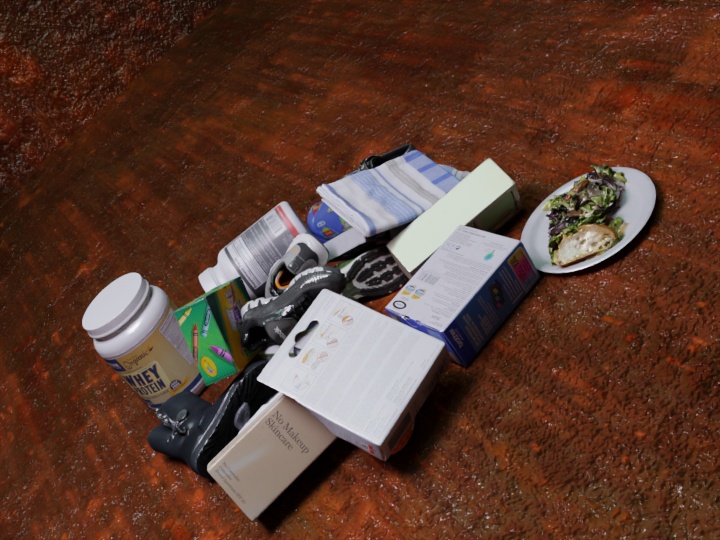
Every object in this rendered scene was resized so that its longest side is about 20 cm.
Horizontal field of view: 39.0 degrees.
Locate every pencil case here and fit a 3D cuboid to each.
[{"bbox_3d":[-0.013,-0.092,1.661,0.078,0.088,0.199,-37,9,-30],"label":"pencil case"}]

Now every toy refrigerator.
[{"bbox_3d":[0.141,-0.063,1.484,0.199,0.076,0.070,-40,58,-3],"label":"toy refrigerator"}]

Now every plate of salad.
[{"bbox_3d":[0.301,-0.077,1.373,0.198,0.048,0.202,-28,31,19],"label":"plate of salad"}]

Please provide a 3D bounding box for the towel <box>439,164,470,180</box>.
[{"bbox_3d":[0.114,-0.112,1.634,0.147,0.024,0.199,-46,31,-11],"label":"towel"}]

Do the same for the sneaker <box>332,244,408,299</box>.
[{"bbox_3d":[0.000,0.000,1.581,0.197,0.078,0.089,-23,22,19],"label":"sneaker"}]

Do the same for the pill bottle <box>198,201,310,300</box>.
[{"bbox_3d":[-0.172,-0.014,1.736,0.199,0.116,0.116,-38,30,1],"label":"pill bottle"}]

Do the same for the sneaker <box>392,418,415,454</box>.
[{"bbox_3d":[0.021,0.158,1.328,0.072,0.077,0.201,-30,36,12],"label":"sneaker"}]

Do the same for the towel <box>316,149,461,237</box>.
[{"bbox_3d":[0.050,-0.119,1.522,0.197,0.024,0.147,-22,41,-25],"label":"towel"}]

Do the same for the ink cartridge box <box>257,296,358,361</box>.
[{"bbox_3d":[-0.087,0.103,1.539,0.198,0.060,0.105,-6,43,43],"label":"ink cartridge box"}]

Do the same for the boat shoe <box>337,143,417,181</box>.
[{"bbox_3d":[0.029,-0.177,1.796,0.197,0.057,0.069,-15,37,35],"label":"boat shoe"}]

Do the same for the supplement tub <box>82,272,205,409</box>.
[{"bbox_3d":[-0.344,0.117,1.659,0.143,0.201,0.146,-27,31,18],"label":"supplement tub"}]

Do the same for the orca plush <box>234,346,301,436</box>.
[{"bbox_3d":[-0.119,0.205,1.422,0.071,0.103,0.204,99,-172,-79],"label":"orca plush"}]

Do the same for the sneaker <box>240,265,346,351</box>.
[{"bbox_3d":[-0.101,0.064,1.485,0.198,0.067,0.091,-26,34,28],"label":"sneaker"}]

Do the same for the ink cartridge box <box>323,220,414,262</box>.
[{"bbox_3d":[0.004,-0.044,1.584,0.093,0.038,0.199,-9,-5,-26],"label":"ink cartridge box"}]

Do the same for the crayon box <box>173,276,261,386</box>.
[{"bbox_3d":[-0.208,0.089,1.551,0.057,0.121,0.200,-23,5,11],"label":"crayon box"}]

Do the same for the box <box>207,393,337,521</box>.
[{"bbox_3d":[-0.100,0.222,1.339,0.200,0.095,0.078,-45,2,-8],"label":"box"}]

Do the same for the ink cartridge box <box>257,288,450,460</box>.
[{"bbox_3d":[-0.009,0.129,1.292,0.198,0.050,0.163,22,62,30],"label":"ink cartridge box"}]

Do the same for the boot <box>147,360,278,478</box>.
[{"bbox_3d":[-0.225,0.205,1.533,0.167,0.077,0.202,15,65,50],"label":"boot"}]

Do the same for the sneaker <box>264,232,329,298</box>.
[{"bbox_3d":[-0.118,0.017,1.602,0.079,0.074,0.201,-46,-6,-36],"label":"sneaker"}]

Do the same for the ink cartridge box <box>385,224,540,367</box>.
[{"bbox_3d":[0.127,0.042,1.371,0.200,0.077,0.136,-46,31,-16],"label":"ink cartridge box"}]
